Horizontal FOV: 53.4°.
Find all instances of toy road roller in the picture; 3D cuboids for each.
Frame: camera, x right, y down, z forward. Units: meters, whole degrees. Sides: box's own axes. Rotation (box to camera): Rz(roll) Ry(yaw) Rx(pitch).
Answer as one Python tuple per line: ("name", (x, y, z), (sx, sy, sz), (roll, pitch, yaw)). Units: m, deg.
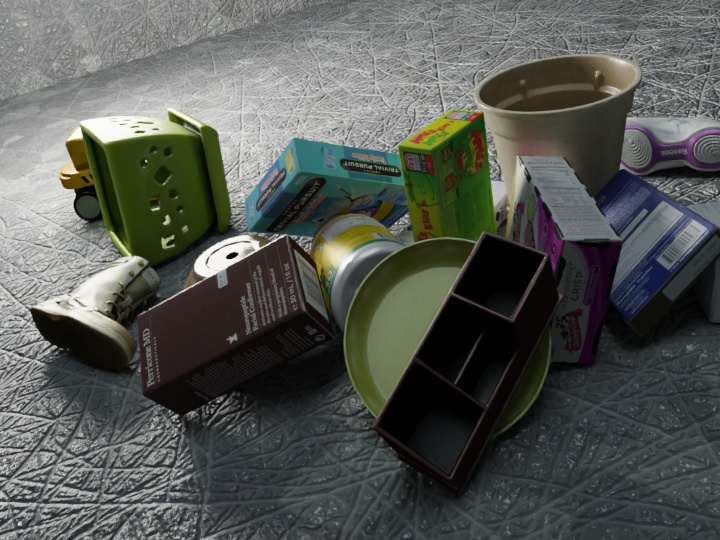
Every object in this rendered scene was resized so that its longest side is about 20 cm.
("toy road roller", (-0.454, -0.194, 1.313), (0.194, 0.149, 0.124), (-15, 30, -3))

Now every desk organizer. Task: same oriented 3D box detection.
("desk organizer", (0.095, 0.075, 0.612), (0.071, 0.077, 0.203), (22, 72, 32))

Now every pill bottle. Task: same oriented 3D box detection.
("pill bottle", (0.000, 0.000, 0.823), (0.110, 0.116, 0.200), (-18, 22, -9))

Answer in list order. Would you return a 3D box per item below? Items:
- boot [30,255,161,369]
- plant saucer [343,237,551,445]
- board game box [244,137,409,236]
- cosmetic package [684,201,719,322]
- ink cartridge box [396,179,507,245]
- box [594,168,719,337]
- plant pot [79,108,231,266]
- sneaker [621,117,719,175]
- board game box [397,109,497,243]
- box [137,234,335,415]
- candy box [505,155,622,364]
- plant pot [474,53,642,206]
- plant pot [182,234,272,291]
("boot", (-0.318, 0.047, 0.935), (0.196, 0.074, 0.154), (11, 36, 37))
("plant saucer", (0.081, 0.068, 0.684), (0.194, 0.031, 0.206), (-3, 68, 7))
("board game box", (-0.028, -0.095, 0.905), (0.195, 0.048, 0.151), (2, -25, -33))
("cosmetic package", (0.439, -0.022, 0.720), (0.194, 0.083, 0.114), (-6, 31, 11))
("ink cartridge box", (0.128, -0.063, 0.960), (0.098, 0.040, 0.200), (11, 40, 36))
("box", (0.290, -0.029, 0.764), (0.122, 0.032, 0.201), (-51, 21, 16))
("plant pot", (-0.317, -0.144, 1.134), (0.178, 0.204, 0.199), (-21, 29, -26))
("sneaker", (0.432, -0.177, 1.007), (0.195, 0.077, 0.099), (11, 24, 30))
("board game box", (0.105, -0.063, 0.804), (0.047, 0.205, 0.101), (15, 39, 40))
("box", (-0.134, 0.058, 0.750), (0.197, 0.075, 0.102), (-29, 54, 13))
("candy box", (0.201, -0.019, 0.749), (0.059, 0.140, 0.202), (2, 30, -1))
("plant pot", (0.251, -0.147, 0.900), (0.194, 0.188, 0.202), (-11, 30, 6))
("plant pot", (-0.146, 0.021, 0.882), (0.195, 0.095, 0.202), (-11, 29, 6))
